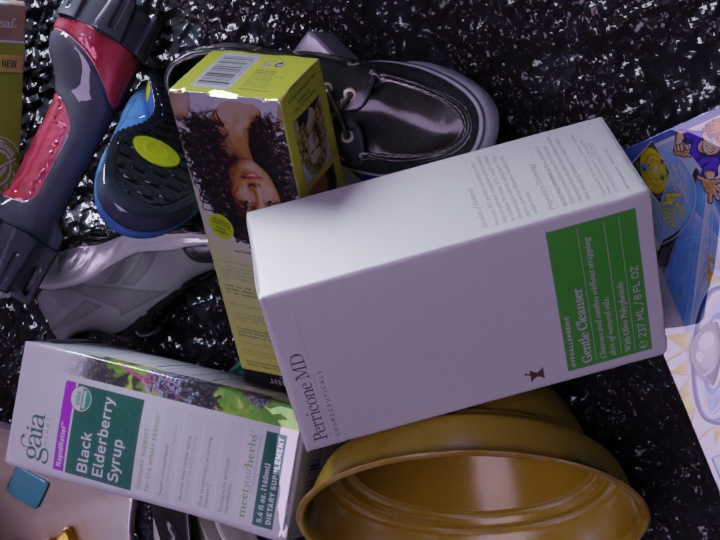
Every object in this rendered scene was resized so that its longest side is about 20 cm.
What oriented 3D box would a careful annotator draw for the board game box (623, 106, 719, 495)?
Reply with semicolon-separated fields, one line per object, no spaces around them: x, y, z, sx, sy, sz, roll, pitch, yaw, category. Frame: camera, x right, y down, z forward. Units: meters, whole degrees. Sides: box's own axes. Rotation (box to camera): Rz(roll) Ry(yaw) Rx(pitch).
0.225;0.008;0.782;0.135;0.034;0.202;-24;87;26;board game box

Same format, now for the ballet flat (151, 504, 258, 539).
-0.083;0.221;0.931;0.068;0.068;0.202;-24;87;46;ballet flat

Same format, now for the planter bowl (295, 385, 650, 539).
0.063;0.108;0.820;0.199;0.200;0.084;-16;55;26;planter bowl

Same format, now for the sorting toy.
-0.206;0.196;0.980;0.178;0.107;0.202;-11;79;10;sorting toy

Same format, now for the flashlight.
-0.199;-0.086;0.909;0.067;0.068;0.201;20;79;39;flashlight

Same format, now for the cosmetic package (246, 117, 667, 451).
0.049;0.007;0.744;0.198;0.085;0.108;-17;125;0;cosmetic package

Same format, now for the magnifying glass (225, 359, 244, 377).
-0.084;0.086;0.922;0.198;0.022;0.080;-14;90;26;magnifying glass

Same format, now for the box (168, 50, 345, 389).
-0.045;-0.022;0.805;0.075;0.050;0.202;8;129;28;box

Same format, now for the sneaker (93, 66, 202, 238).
-0.127;-0.054;0.860;0.066;0.201;0.079;27;114;-12;sneaker

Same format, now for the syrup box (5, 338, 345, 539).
-0.113;0.100;0.879;0.198;0.081;0.080;11;92;21;syrup box

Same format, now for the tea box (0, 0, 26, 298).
-0.335;-0.090;0.949;0.199;0.133;0.199;14;104;40;tea box

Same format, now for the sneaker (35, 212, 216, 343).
-0.133;0.002;0.936;0.199;0.074;0.080;-13;101;32;sneaker

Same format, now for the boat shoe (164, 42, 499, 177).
-0.021;-0.091;0.810;0.198;0.056;0.069;12;101;24;boat shoe

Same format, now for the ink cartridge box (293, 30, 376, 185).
0.014;-0.040;0.852;0.200;0.039;0.100;47;112;14;ink cartridge box
